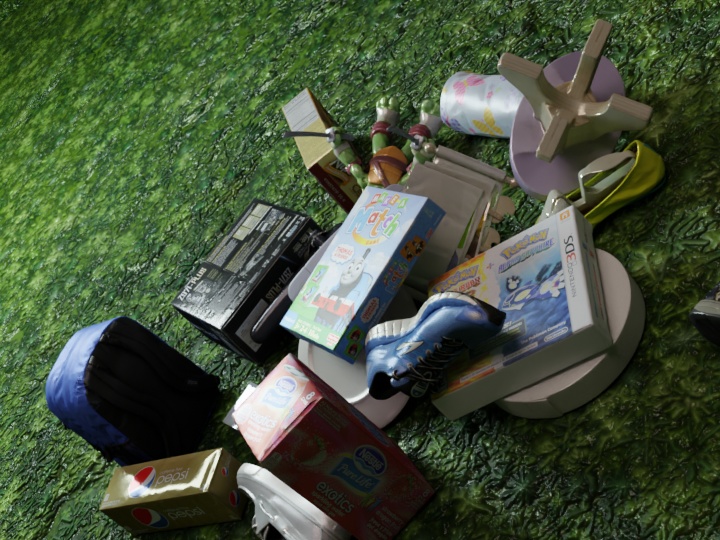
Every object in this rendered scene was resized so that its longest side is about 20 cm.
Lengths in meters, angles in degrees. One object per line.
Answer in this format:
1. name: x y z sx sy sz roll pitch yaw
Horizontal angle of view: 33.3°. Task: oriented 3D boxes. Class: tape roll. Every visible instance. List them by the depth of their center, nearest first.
1. tape roll: 0.209 0.065 1.289 0.202 0.037 0.204 -28 37 24

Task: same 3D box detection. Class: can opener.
1. can opener: -0.076 0.018 1.590 0.200 0.079 0.063 -47 -3 -12

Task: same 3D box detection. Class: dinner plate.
1. dinner plate: -0.009 0.093 1.421 0.199 0.024 0.202 -10 75 40

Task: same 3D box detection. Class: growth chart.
1. growth chart: 0.097 -0.053 1.461 0.201 0.144 0.018 -60 -1 -4

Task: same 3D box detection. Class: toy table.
1. toy table: 0.245 -0.192 1.406 0.182 0.117 0.202 12 72 7

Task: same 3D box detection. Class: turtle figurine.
1. turtle figurine: 0.035 -0.179 1.604 0.143 0.200 0.195 -23 27 37

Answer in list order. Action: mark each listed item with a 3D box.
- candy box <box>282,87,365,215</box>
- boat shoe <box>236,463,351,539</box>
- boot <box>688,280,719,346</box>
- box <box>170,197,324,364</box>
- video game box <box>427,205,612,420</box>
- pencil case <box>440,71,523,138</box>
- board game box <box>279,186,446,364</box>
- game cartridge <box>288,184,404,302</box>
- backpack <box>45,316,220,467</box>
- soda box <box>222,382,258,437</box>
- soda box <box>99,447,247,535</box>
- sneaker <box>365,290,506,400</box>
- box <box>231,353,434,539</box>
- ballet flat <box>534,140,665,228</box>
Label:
1. candy box: -0.044 -0.171 1.747 0.055 0.116 0.200 -37 34 9
2. boat shoe: -0.088 0.279 1.356 0.199 0.072 0.069 22 70 45
3. boot: 0.417 0.011 1.095 0.203 0.074 0.154 12 60 50
4. box: -0.146 0.012 1.683 0.201 0.086 0.163 -53 34 -13
5. video game box: 0.164 0.044 1.287 0.199 0.047 0.183 -29 34 25
6. pencil case: 0.193 -0.219 1.575 0.091 0.083 0.199 -49 33 -20
7. board game box: 0.000 0.000 1.387 0.201 0.037 0.151 -57 27 -8
8. game cartridge: -0.003 -0.020 1.531 0.200 0.133 0.042 -44 64 -1
9. backpack: -0.320 0.170 1.595 0.167 0.200 0.163 -15 43 36
10. soda box: -0.077 0.196 1.425 0.199 0.068 0.064 14 65 53
11. soda box: -0.230 0.277 1.501 0.199 0.068 0.064 -17 41 35
12. sneaker: 0.076 0.087 1.240 0.200 0.078 0.090 -32 41 47
13. box: -0.027 0.192 1.256 0.096 0.200 0.100 -46 33 1
14. ballet flat: 0.253 -0.079 1.371 0.199 0.067 0.067 -36 35 13
